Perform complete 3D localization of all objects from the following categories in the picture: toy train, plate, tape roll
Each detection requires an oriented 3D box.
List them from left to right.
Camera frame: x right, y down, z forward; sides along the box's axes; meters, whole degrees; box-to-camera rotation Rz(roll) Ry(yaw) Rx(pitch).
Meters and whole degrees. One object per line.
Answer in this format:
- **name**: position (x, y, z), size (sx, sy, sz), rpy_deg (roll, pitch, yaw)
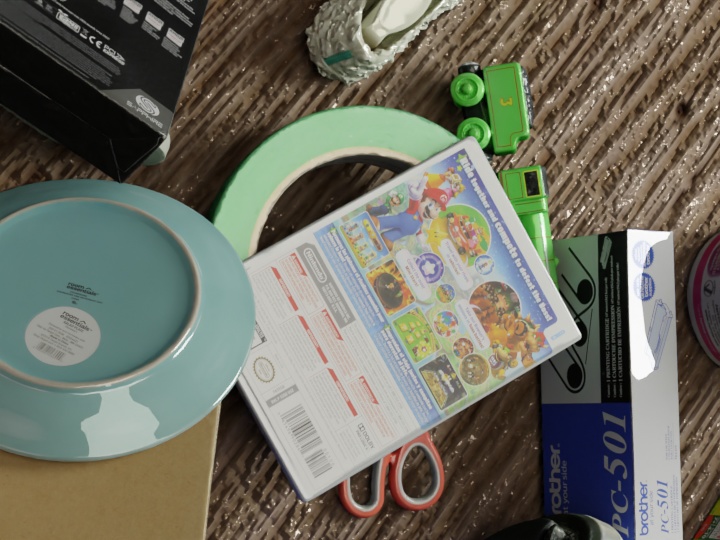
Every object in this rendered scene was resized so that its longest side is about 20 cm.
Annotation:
- **plate**: position (-0.157, 0.017, 0.941), size (0.200, 0.026, 0.200), rpy_deg (4, 51, -5)
- **tape roll**: position (0.000, 0.000, 1.041), size (0.200, 0.048, 0.201), rpy_deg (1, 86, -12)
- **toy train**: position (0.098, -0.041, 1.105), size (0.056, 0.042, 0.200), rpy_deg (-9, 89, 5)

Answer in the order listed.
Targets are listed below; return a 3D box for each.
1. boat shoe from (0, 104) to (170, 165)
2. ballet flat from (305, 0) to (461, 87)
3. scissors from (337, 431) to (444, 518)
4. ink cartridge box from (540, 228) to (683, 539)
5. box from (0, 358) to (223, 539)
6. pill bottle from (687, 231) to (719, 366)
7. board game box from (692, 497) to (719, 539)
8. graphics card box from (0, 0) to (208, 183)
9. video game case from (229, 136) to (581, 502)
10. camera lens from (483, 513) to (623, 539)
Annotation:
- **boat shoe**: position (-0.190, -0.133, 0.976), size (0.201, 0.070, 0.072), rpy_deg (30, 64, -24)
- **ballet flat**: position (0.046, -0.195, 1.091), size (0.072, 0.072, 0.200), rpy_deg (45, 69, -14)
- **scissors**: position (0.031, 0.061, 1.073), size (0.073, 0.014, 0.200), rpy_deg (9, 91, -18)
- **ink cartridge box**: position (0.163, 0.077, 1.101), size (0.044, 0.094, 0.200), rpy_deg (1, 85, -32)
- **box**: position (-0.179, 0.111, 0.898), size (0.200, 0.021, 0.164), rpy_deg (6, 55, -4)
- **pill bottle**: position (0.319, 0.014, 1.120), size (0.113, 0.200, 0.114), rpy_deg (2, 84, -24)
- **board game box**: position (0.338, 0.217, 1.194), size (0.200, 0.048, 0.102), rpy_deg (43, 70, -15)
- **graphics card box**: position (-0.152, -0.155, 0.948), size (0.125, 0.051, 0.200), rpy_deg (35, 36, -23)
- **video game case**: position (0.017, 0.028, 1.009), size (0.200, 0.018, 0.143), rpy_deg (-29, 93, -12)
- **camera lens**: position (0.132, 0.264, 1.036), size (0.160, 0.160, 0.200), rpy_deg (-38, 101, -22)
